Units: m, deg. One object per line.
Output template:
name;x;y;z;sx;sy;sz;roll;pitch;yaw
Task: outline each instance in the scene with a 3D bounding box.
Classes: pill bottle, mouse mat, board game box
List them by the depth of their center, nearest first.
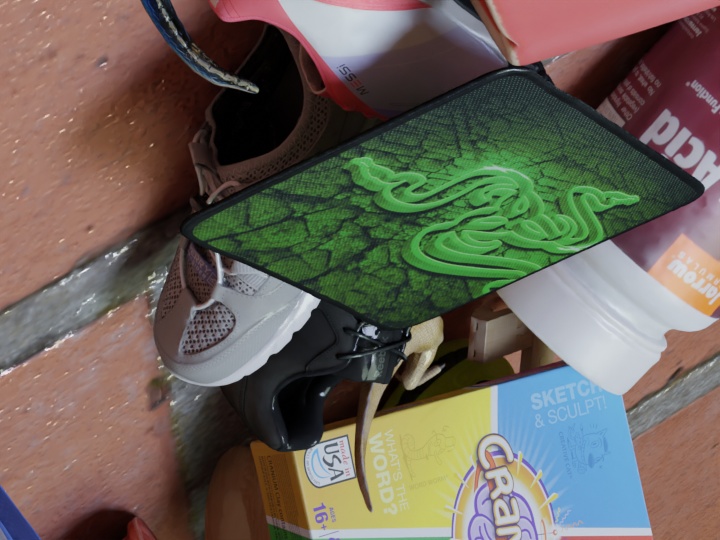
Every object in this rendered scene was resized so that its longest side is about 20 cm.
mouse mat;0.038;-0.025;1.218;0.160;0.008;0.200;-25;158;21
pill bottle;0.159;-0.044;1.447;0.200;0.114;0.114;-49;154;11
board game box;0.053;0.135;1.473;0.199;0.154;0.040;-14;-178;-33

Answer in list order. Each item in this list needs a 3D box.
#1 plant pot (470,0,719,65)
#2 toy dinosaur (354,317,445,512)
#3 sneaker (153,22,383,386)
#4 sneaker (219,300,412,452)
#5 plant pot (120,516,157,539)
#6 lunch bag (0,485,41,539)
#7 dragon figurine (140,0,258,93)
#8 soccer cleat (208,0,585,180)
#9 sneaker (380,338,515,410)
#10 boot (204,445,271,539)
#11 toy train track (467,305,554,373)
plant pot;0.101;-0.177;1.092;0.177;0.201;0.201;-27;155;1
toy dinosaur;0.021;0.020;1.413;0.201;0.058;0.101;-64;179;-14
sneaker;-0.049;-0.040;1.257;0.082;0.075;0.201;0;124;-44
sneaker;0.000;0.000;1.350;0.076;0.091;0.200;1;134;-42
plant pot;-0.149;0.259;1.491;0.195;0.201;0.201;-29;155;-2
lunch bag;-0.215;0.187;1.326;0.132;0.136;0.200;-7;141;-48
dragon figurine;-0.073;-0.154;0.937;0.059;0.201;0.099;-10;178;-11
soccer cleat;0.019;-0.085;1.188;0.073;0.068;0.200;-40;135;12
sneaker;0.010;0.123;1.593;0.200;0.074;0.084;-39;151;1
boot;0.007;0.182;1.519;0.144;0.202;0.071;-2;156;-36
toy train track;0.110;0.015;1.588;0.200;0.032;0.115;-16;116;-52
